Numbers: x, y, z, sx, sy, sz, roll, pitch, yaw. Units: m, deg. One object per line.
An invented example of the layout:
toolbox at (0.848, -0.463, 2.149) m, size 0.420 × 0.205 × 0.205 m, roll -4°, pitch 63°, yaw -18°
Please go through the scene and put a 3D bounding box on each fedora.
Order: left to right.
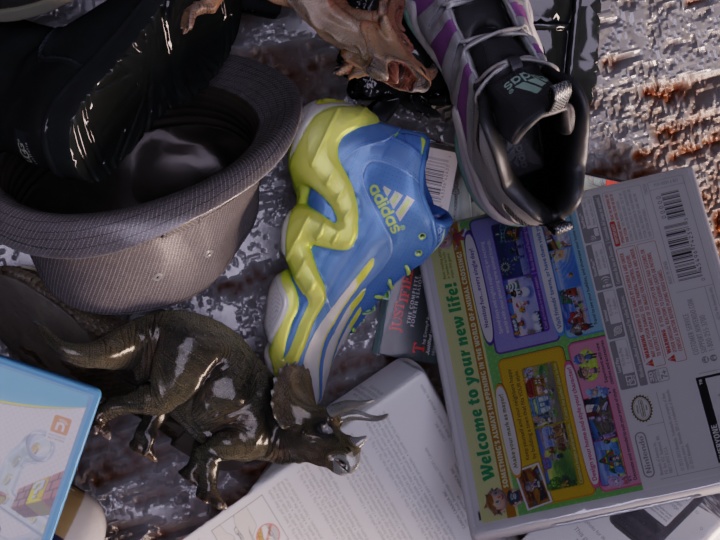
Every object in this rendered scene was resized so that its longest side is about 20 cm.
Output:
fedora at (-0.123, -0.042, 0.798) m, size 0.199 × 0.176 × 0.091 m, roll -35°, pitch 132°, yaw -31°

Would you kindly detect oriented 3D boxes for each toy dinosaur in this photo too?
toy dinosaur at (-0.094, 0.070, 0.784) m, size 0.199 × 0.077 × 0.103 m, roll 34°, pitch 85°, yaw -5°
toy dinosaur at (-0.020, -0.188, 0.761) m, size 0.134 × 0.086 × 0.202 m, roll 12°, pitch 70°, yaw -26°

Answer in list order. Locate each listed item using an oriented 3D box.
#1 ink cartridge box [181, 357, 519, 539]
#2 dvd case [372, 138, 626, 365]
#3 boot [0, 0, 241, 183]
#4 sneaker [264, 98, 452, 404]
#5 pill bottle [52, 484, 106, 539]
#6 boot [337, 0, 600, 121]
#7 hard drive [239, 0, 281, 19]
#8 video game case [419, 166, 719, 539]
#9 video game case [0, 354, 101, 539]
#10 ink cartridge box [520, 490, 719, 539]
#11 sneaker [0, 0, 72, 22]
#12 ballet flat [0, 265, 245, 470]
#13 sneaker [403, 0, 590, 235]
ink cartridge box at (-0.008, 0.177, 0.849) m, size 0.199 × 0.057 × 0.164 m, roll -32°, pitch 105°, yaw -9°
dvd case at (0.117, 0.002, 0.895) m, size 0.198 × 0.022 × 0.148 m, roll 10°, pitch 89°, yaw -11°
boot at (-0.182, -0.128, 0.788) m, size 0.161 × 0.074 × 0.199 m, roll 14°, pitch 47°, yaw 25°
sneaker at (0.000, 0.000, 0.823) m, size 0.104 × 0.076 × 0.202 m, roll 8°, pitch 107°, yaw 6°
pill bottle at (-0.217, 0.167, 0.787) m, size 0.199 × 0.120 × 0.120 m, roll 32°, pitch 86°, yaw -10°
boot at (0.069, -0.192, 0.853) m, size 0.160 × 0.073 × 0.201 m, roll 2°, pitch 92°, yaw -7°
hard drive at (-0.139, -0.243, 0.835) m, size 0.198 × 0.033 × 0.141 m, roll 8°, pitch 90°, yaw -11°
video game case at (0.136, 0.048, 0.813) m, size 0.180 × 0.022 × 0.202 m, roll -13°, pitch 66°, yaw 7°
video game case at (-0.237, 0.137, 0.713) m, size 0.142 × 0.018 × 0.202 m, roll 19°, pitch 84°, yaw -11°
ink cartridge box at (0.197, 0.157, 0.846) m, size 0.200 × 0.145 × 0.083 m, roll -43°, pitch 60°, yaw -8°
sneaker at (-0.236, -0.200, 0.735) m, size 0.198 × 0.106 × 0.075 m, roll 9°, pitch 64°, yaw 22°
ballet flat at (-0.146, 0.055, 0.836) m, size 0.199 × 0.067 × 0.047 m, roll 32°, pitch 45°, yaw -7°
sneaker at (0.084, -0.116, 0.750) m, size 0.077 × 0.140 × 0.202 m, roll -23°, pitch 103°, yaw -5°
